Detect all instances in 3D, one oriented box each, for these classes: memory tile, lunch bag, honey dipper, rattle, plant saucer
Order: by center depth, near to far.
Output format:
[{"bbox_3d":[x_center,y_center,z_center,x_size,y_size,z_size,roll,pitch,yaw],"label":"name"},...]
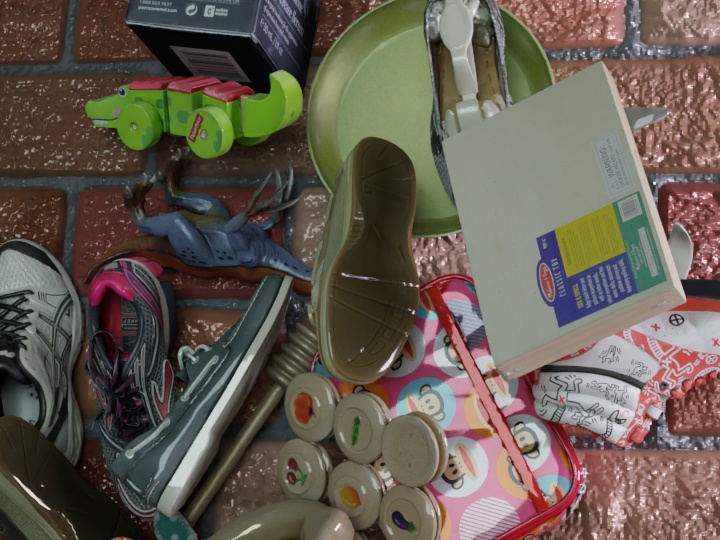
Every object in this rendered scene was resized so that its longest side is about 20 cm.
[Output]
[{"bbox_3d":[-0.008,0.183,1.188,0.152,0.017,0.202,19,107,38],"label":"memory tile"},{"bbox_3d":[-0.078,0.241,1.195,0.199,0.143,0.131,-16,40,35],"label":"rattle"},{"bbox_3d":[0.074,0.111,1.223,0.175,0.082,0.201,-28,73,1],"label":"lunch bag"},{"bbox_3d":[-0.091,0.130,1.273,0.038,0.038,0.201,34,85,18],"label":"honey dipper"},{"bbox_3d":[0.056,-0.120,1.306,0.198,0.031,0.202,-3,76,13],"label":"plant saucer"}]

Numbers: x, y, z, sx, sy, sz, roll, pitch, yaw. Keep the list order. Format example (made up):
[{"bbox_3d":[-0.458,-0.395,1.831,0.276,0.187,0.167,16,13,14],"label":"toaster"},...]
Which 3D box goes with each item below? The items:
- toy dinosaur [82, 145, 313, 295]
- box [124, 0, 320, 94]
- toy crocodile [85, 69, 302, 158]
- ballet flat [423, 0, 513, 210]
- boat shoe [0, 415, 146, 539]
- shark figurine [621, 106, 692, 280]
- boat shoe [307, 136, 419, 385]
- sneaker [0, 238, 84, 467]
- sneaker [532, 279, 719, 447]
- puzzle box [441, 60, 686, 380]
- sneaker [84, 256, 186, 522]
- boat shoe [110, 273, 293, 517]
[{"bbox_3d":[-0.092,-0.020,1.313,0.181,0.105,0.201,41,123,9],"label":"toy dinosaur"},{"bbox_3d":[-0.094,-0.254,1.313,0.106,0.148,0.202,7,78,14],"label":"box"},{"bbox_3d":[-0.133,-0.127,1.309,0.198,0.067,0.062,9,110,36],"label":"toy crocodile"},{"bbox_3d":[0.080,-0.130,1.251,0.071,0.072,0.203,-10,74,11],"label":"ballet flat"},{"bbox_3d":[-0.224,0.195,1.248,0.066,0.072,0.201,-25,112,34],"label":"boat shoe"},{"bbox_3d":[0.187,-0.021,1.215,0.127,0.090,0.216,-28,102,-2],"label":"shark figurine"},{"bbox_3d":[-0.002,-0.001,1.214,0.073,0.063,0.202,18,56,-22],"label":"boat shoe"},{"bbox_3d":[-0.262,0.064,1.306,0.075,0.088,0.202,-16,72,11],"label":"sneaker"},{"bbox_3d":[0.216,0.065,1.162,0.199,0.067,0.109,2,103,-4],"label":"sneaker"},{"bbox_3d":[0.133,-0.036,1.137,0.132,0.025,0.202,-25,51,19],"label":"puzzle box"},{"bbox_3d":[-0.176,0.093,1.271,0.080,0.075,0.202,-9,93,11],"label":"sneaker"},{"bbox_3d":[-0.114,0.080,1.233,0.061,0.073,0.201,27,74,7],"label":"boat shoe"}]
